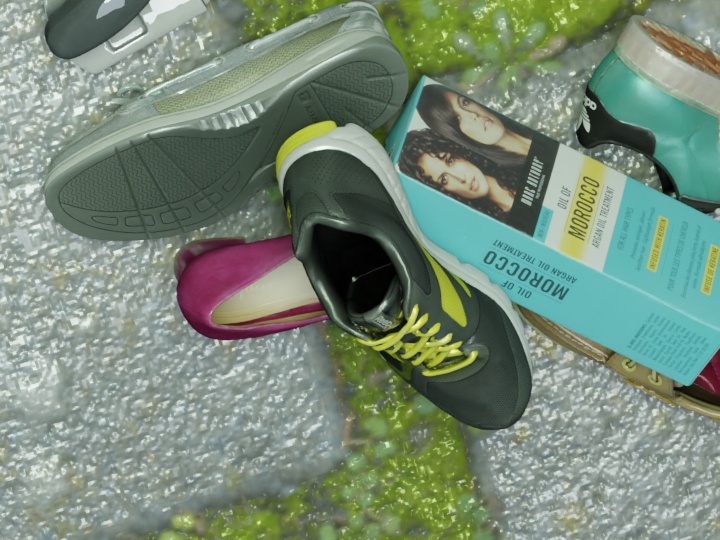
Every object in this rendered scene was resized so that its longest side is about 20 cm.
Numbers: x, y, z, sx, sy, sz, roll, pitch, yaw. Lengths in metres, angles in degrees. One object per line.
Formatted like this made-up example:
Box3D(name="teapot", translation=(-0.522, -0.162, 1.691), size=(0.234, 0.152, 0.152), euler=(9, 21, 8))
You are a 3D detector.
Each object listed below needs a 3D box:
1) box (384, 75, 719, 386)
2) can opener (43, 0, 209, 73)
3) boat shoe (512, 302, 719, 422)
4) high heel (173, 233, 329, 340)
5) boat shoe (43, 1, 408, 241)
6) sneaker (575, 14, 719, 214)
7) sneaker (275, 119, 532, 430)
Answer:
Box3D(name="box", translation=(0.104, -0.022, 1.510), size=(0.199, 0.083, 0.049), euler=(26, 134, -6))
Box3D(name="can opener", translation=(-0.072, -0.163, 1.460), size=(0.199, 0.067, 0.053), euler=(-30, 112, 2))
Box3D(name="boat shoe", translation=(0.176, 0.036, 1.579), size=(0.199, 0.066, 0.074), euler=(20, 102, -17))
Box3D(name="high heel", translation=(0.000, 0.000, 1.513), size=(0.199, 0.096, 0.068), euler=(-2, 108, -11))
Box3D(name="boat shoe", translation=(-0.074, -0.080, 1.497), size=(0.201, 0.065, 0.075), euler=(-27, 130, 3))
Box3D(name="sneaker", translation=(0.207, -0.062, 1.559), size=(0.199, 0.071, 0.080), euler=(28, 111, -19))
Box3D(name="sneaker", translation=(0.018, 0.020, 1.451), size=(0.074, 0.085, 0.200), euler=(-30, 117, 23))
